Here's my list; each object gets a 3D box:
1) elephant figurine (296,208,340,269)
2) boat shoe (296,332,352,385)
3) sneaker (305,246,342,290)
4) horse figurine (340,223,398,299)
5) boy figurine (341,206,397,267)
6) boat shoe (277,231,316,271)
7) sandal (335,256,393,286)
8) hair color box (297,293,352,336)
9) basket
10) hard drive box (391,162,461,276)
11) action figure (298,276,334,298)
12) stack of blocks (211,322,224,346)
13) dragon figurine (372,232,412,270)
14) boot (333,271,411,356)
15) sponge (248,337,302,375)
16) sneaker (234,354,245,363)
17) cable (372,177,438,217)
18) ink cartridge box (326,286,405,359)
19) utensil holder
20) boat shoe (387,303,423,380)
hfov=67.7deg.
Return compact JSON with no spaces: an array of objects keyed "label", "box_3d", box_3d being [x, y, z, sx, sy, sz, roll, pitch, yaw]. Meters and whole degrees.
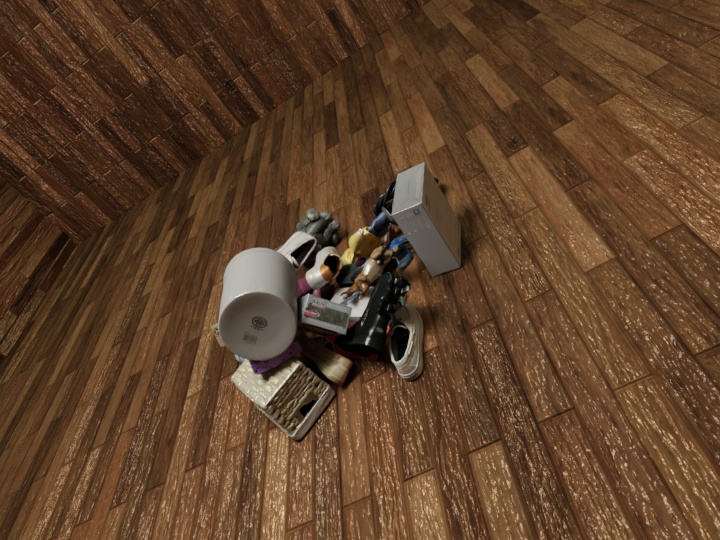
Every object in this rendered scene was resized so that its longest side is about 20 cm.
[{"label":"elephant figurine","box_3d":[-0.146,-0.066,1.539,0.156,0.140,0.202,111,180,-63]},{"label":"boat shoe","box_3d":[-0.083,0.184,1.214,0.199,0.071,0.065,32,88,47]},{"label":"sneaker","box_3d":[-0.072,-0.017,1.383,0.084,0.073,0.201,-30,16,22]},{"label":"horse figurine","box_3d":[0.029,-0.007,1.208,0.201,0.050,0.133,-57,3,-2]},{"label":"boy figurine","box_3d":[0.017,-0.076,1.406,0.200,0.124,0.065,-47,62,8]},{"label":"boat shoe","box_3d":[-0.189,-0.019,1.419,0.065,0.072,0.200,16,55,41]},{"label":"sandal","box_3d":[-0.001,0.001,1.314,0.199,0.048,0.076,-13,49,47]},{"label":"hair color box","box_3d":[-0.094,0.102,1.175,0.200,0.098,0.062,152,133,-72]},{"label":"basket","box_3d":[-0.175,0.253,1.178,0.136,0.124,0.199,-49,34,-17]},{"label":"hard drive box","box_3d":[0.156,-0.115,1.225,0.076,0.201,0.157,-20,36,27]},{"label":"action figure","box_3d":[-0.159,0.042,1.395,0.198,0.151,0.133,-23,32,-27]},{"label":"stack of blocks","box_3d":[-0.286,0.120,1.434,0.114,0.059,0.200,-21,10,33]},{"label":"dragon figurine","box_3d":[0.088,-0.041,1.334,0.099,0.059,0.201,8,54,50]},{"label":"boot","box_3d":[0.025,0.093,1.139,0.198,0.073,0.164,-22,43,65]},{"label":"sponge","box_3d":[-0.206,0.153,1.192,0.110,0.030,0.200,-27,24,-12]},{"label":"sneaker","box_3d":[-0.276,0.227,1.358,0.129,0.080,0.201,-20,27,24]},{"label":"cable","box_3d":[0.120,-0.211,1.441,0.198,0.163,0.051,-27,72,-5]},{"label":"ink cartridge box","box_3d":[-0.011,0.118,1.254,0.198,0.045,0.177,-5,45,42]},{"label":"utensil holder","box_3d":[-0.212,0.067,1.136,0.169,0.171,0.201,-34,25,7]},{"label":"boat shoe","box_3d":[0.091,0.130,1.115,0.073,0.066,0.201,-29,34,16]}]
